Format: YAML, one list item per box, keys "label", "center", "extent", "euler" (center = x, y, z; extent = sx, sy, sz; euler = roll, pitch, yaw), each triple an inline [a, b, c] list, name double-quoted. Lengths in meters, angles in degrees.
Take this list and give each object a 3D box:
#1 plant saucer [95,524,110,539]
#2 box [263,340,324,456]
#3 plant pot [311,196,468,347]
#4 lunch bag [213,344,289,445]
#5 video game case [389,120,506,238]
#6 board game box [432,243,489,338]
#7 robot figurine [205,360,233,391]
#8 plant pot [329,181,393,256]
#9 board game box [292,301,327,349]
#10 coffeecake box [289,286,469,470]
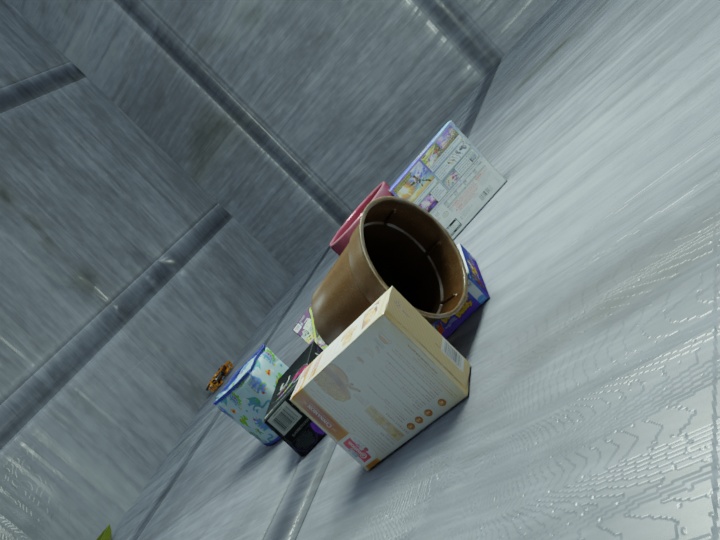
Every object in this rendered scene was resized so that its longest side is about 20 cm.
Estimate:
- label: "plant saucer"
  center: [-1.088, 1.162, 2.428]
  extent: [0.201, 0.048, 0.199]
  euler: [-50, 9, -7]
- label: "box"
  center: [-0.106, 0.249, 1.196]
  extent: [0.122, 0.106, 0.200]
  euler: [-46, 8, 10]
- label: "plant pot"
  center: [0.031, 0.028, 0.926]
  extent: [0.198, 0.199, 0.202]
  euler: [-44, 9, 42]
- label: "lunch bag"
  center: [-0.227, 0.300, 1.377]
  extent: [0.200, 0.169, 0.128]
  euler: [-45, 9, 29]
- label: "video game case"
  center: [0.191, -0.189, 1.326]
  extent: [0.200, 0.181, 0.046]
  euler: [-46, 9, 7]
- label: "board game box"
  center: [0.145, 0.042, 1.022]
  extent: [0.135, 0.045, 0.201]
  euler: [-47, 9, 15]
- label: "robot figurine"
  center: [-0.767, 0.581, 3.260]
  extent: [0.145, 0.058, 0.201]
  euler: [-45, 9, 26]
- label: "plant pot"
  center: [0.053, -0.072, 1.404]
  extent: [0.201, 0.178, 0.200]
  euler: [-47, 8, 8]
- label: "board game box"
  center: [-0.075, 0.110, 1.562]
  extent: [0.202, 0.119, 0.032]
  euler: [-53, -24, -5]
- label: "coffeecake box"
  center: [0.025, 0.150, 0.805]
  extent: [0.200, 0.153, 0.073]
  euler: [-43, 9, 27]
